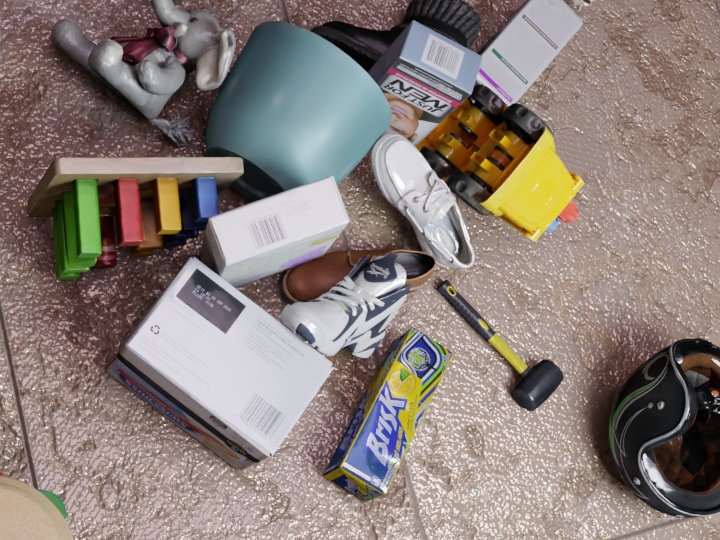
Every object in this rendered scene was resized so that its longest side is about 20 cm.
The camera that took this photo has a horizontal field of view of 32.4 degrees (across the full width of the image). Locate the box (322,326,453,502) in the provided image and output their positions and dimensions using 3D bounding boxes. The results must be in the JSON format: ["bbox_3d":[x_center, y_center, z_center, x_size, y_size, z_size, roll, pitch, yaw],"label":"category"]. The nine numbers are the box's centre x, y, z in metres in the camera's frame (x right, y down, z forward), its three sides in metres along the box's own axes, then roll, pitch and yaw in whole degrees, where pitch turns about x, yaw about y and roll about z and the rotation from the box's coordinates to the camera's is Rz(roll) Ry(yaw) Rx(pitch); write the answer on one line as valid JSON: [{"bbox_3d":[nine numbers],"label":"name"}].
[{"bbox_3d":[0.034,0.171,1.473,0.064,0.070,0.200,32,64,-8],"label":"box"}]

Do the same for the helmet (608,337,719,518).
[{"bbox_3d":[0.405,0.204,1.552,0.200,0.191,0.200,18,32,-12],"label":"helmet"}]

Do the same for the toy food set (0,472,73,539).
[{"bbox_3d":[-0.386,0.303,1.267,0.200,0.049,0.198,-23,83,-27],"label":"toy food set"}]

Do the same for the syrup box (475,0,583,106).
[{"bbox_3d":[0.210,-0.291,1.691,0.081,0.079,0.200,44,63,-5],"label":"syrup box"}]

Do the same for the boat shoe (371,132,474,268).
[{"bbox_3d":[0.086,-0.083,1.510,0.071,0.069,0.200,-44,120,-14],"label":"boat shoe"}]

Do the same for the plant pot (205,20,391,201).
[{"bbox_3d":[-0.088,-0.167,1.469,0.201,0.201,0.161,36,73,-9],"label":"plant pot"}]

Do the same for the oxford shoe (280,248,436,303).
[{"bbox_3d":[0.000,0.000,1.515,0.200,0.071,0.071,-10,79,-23],"label":"oxford shoe"}]

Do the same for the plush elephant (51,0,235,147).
[{"bbox_3d":[-0.229,-0.260,1.451,0.200,0.165,0.155,41,85,-33],"label":"plush elephant"}]

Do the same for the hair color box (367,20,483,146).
[{"bbox_3d":[0.058,-0.221,1.536,0.099,0.200,0.061,25,65,-14],"label":"hair color box"}]

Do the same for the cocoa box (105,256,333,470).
[{"bbox_3d":[-0.159,0.108,1.378,0.200,0.131,0.133,38,64,-7],"label":"cocoa box"}]

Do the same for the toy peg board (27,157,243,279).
[{"bbox_3d":[-0.249,-0.053,1.359,0.199,0.200,0.098,-2,81,-24],"label":"toy peg board"}]

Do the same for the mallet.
[{"bbox_3d":[0.167,0.097,1.576,0.200,0.041,0.066,40,65,-1],"label":"mallet"}]

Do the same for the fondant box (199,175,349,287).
[{"bbox_3d":[-0.101,-0.036,1.395,0.144,0.200,0.058,-20,85,-13],"label":"fondant box"}]

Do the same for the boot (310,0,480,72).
[{"bbox_3d":[0.045,-0.309,1.627,0.211,0.079,0.158,23,61,-7],"label":"boot"}]

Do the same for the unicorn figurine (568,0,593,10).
[{"bbox_3d":[0.351,-0.450,1.814,0.137,0.074,0.200,-11,63,-16],"label":"unicorn figurine"}]

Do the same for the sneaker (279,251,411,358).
[{"bbox_3d":[-0.008,0.029,1.420,0.079,0.199,0.130,37,99,31],"label":"sneaker"}]

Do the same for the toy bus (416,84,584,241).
[{"bbox_3d":[0.192,-0.126,1.595,0.192,0.200,0.136,37,94,-39],"label":"toy bus"}]
